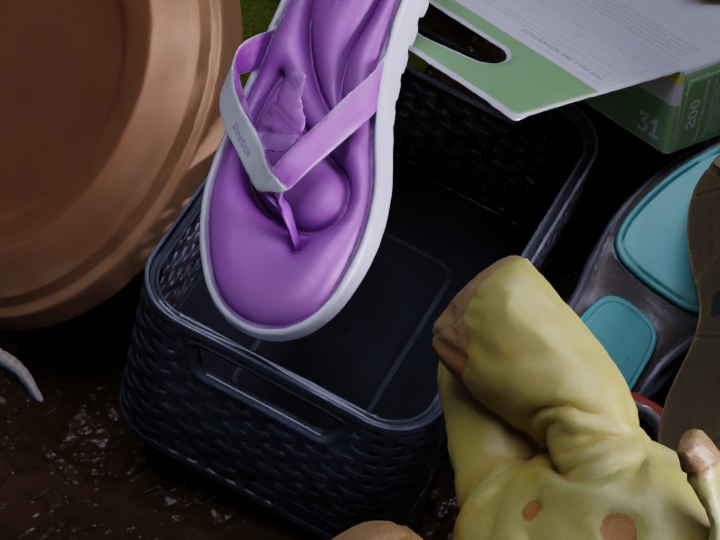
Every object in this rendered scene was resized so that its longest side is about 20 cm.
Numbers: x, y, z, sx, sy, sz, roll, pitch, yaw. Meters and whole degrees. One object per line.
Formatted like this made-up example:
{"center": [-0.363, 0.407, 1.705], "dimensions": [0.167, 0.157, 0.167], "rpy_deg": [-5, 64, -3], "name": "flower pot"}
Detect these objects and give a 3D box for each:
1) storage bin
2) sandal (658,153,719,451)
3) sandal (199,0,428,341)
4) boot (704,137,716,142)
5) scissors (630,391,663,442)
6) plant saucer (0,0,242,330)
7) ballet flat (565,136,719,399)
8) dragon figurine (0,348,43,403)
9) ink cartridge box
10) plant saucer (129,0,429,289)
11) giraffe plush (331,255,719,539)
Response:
{"center": [0.000, 0.000, 1.255], "dimensions": [0.135, 0.094, 0.200], "rpy_deg": [27, 53, 8], "name": "storage bin"}
{"center": [0.168, 0.033, 1.194], "dimensions": [0.080, 0.054, 0.201], "rpy_deg": [-21, 47, 35], "name": "sandal"}
{"center": [-0.024, -0.070, 1.180], "dimensions": [0.082, 0.050, 0.204], "rpy_deg": [0, 63, 28], "name": "sandal"}
{"center": [0.138, -0.142, 1.416], "dimensions": [0.153, 0.073, 0.205], "rpy_deg": [-5, 71, 30], "name": "boot"}
{"center": [0.156, 0.093, 1.195], "dimensions": [0.199, 0.014, 0.074], "rpy_deg": [12, 65, -3], "name": "scissors"}
{"center": [-0.137, -0.075, 1.282], "dimensions": [0.199, 0.037, 0.201], "rpy_deg": [-18, 60, 34], "name": "plant saucer"}
{"center": [0.117, 0.019, 1.263], "dimensions": [0.073, 0.073, 0.200], "rpy_deg": [30, 65, 27], "name": "ballet flat"}
{"center": [-0.242, 0.055, 1.252], "dimensions": [0.199, 0.100, 0.059], "rpy_deg": [3, 42, -22], "name": "dragon figurine"}
{"center": [0.087, -0.101, 1.278], "dimensions": [0.199, 0.048, 0.145], "rpy_deg": [-21, 42, -37], "name": "ink cartridge box"}
{"center": [-0.097, -0.090, 1.389], "dimensions": [0.199, 0.048, 0.200], "rpy_deg": [21, 52, 21], "name": "plant saucer"}
{"center": [0.052, 0.120, 1.068], "dimensions": [0.162, 0.173, 0.200], "rpy_deg": [-38, 42, -7], "name": "giraffe plush"}
